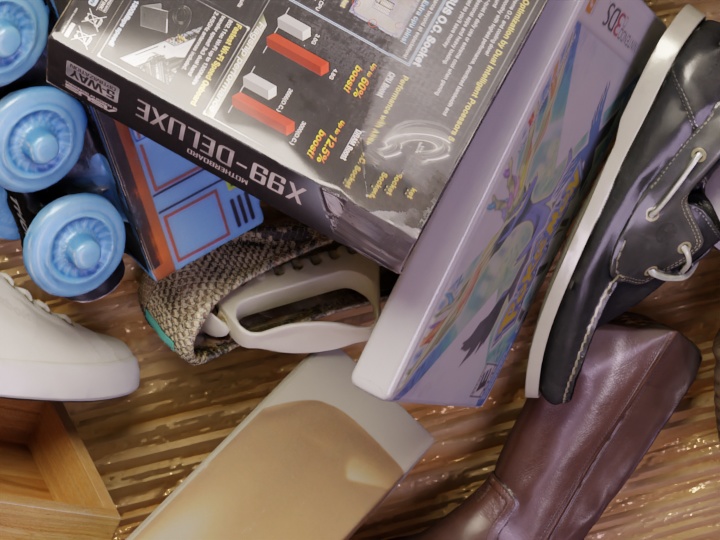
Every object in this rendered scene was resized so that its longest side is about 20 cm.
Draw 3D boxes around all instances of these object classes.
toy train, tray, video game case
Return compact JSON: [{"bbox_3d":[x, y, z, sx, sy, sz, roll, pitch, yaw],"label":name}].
[{"bbox_3d":[-0.116,-0.080,1.065,0.114,0.087,0.201,-30,128,-17],"label":"toy train"},{"bbox_3d":[-0.210,0.078,1.109,0.199,0.099,0.037,11,117,-32],"label":"tray"},{"bbox_3d":[0.070,-0.034,1.128,0.201,0.022,0.182,-64,165,3],"label":"video game case"}]

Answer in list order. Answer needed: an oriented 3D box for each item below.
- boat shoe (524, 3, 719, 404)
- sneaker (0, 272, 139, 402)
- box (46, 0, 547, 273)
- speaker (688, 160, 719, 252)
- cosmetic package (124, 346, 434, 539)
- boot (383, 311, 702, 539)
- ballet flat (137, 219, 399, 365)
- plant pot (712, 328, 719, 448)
[{"bbox_3d":[0.132,-0.019,1.197,0.067,0.072,0.201,27,108,5],"label":"boat shoe"},{"bbox_3d":[-0.168,0.012,1.107,0.199,0.073,0.085,12,81,-49],"label":"sneaker"},{"bbox_3d":[-0.005,-0.124,0.998,0.157,0.050,0.201,28,72,1],"label":"box"},{"bbox_3d":[0.232,-0.089,1.232,0.081,0.081,0.200,27,106,-37],"label":"speaker"},{"bbox_3d":[-0.064,0.132,1.155,0.200,0.071,0.105,-45,176,-34],"label":"cosmetic package"},{"bbox_3d":[0.068,0.094,1.283,0.186,0.064,0.201,7,122,-45],"label":"boot"},{"bbox_3d":[0.000,0.000,1.178,0.199,0.075,0.068,-18,138,-15],"label":"ballet flat"},{"bbox_3d":[0.241,0.038,1.283,0.201,0.201,0.093,-43,95,6],"label":"plant pot"}]
